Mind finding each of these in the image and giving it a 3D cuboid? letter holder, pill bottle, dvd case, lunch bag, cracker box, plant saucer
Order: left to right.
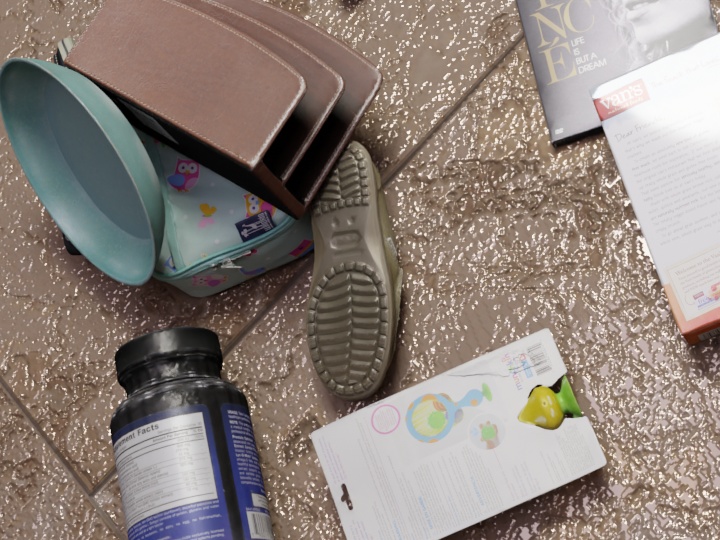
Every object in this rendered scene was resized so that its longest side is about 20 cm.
[{"bbox_3d":[-0.211,-0.083,1.252,0.036,0.201,0.200,-35,61,-28],"label":"plant saucer"},{"bbox_3d":[-0.132,0.152,1.237,0.111,0.112,0.202,-18,69,14],"label":"pill bottle"},{"bbox_3d":[-0.123,-0.085,1.321,0.159,0.077,0.202,-21,69,13],"label":"lunch bag"},{"bbox_3d":[-0.101,-0.157,1.236,0.199,0.101,0.143,30,83,27],"label":"letter holder"},{"bbox_3d":[0.199,-0.213,1.274,0.147,0.016,0.202,-17,69,15],"label":"dvd case"},{"bbox_3d":[0.265,-0.065,1.177,0.133,0.058,0.202,-22,74,13],"label":"cracker box"}]

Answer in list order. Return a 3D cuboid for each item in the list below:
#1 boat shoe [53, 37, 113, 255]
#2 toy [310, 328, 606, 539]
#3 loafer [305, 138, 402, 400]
[{"bbox_3d":[-0.242,-0.105,1.375,0.061,0.075,0.203,-15,75,8],"label":"boat shoe"},{"bbox_3d":[0.075,0.138,1.201,0.198,0.047,0.116,-26,64,8],"label":"toy"},{"bbox_3d":[0.000,0.000,1.259,0.075,0.068,0.203,-2,87,22],"label":"loafer"}]
